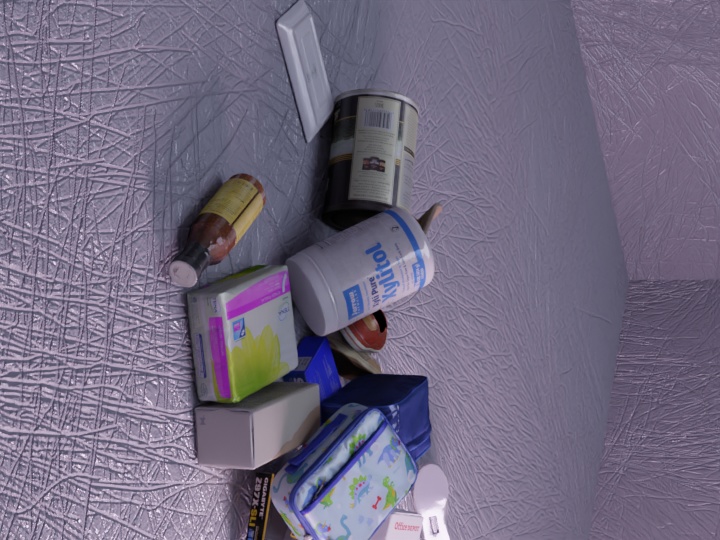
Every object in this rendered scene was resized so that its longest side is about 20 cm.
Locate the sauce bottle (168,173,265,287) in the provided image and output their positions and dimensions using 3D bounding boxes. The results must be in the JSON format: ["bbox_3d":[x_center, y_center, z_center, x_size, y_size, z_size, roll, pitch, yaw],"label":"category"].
[{"bbox_3d":[-0.189,-0.053,1.490,0.201,0.065,0.067,-57,139,-50],"label":"sauce bottle"}]

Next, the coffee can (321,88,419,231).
[{"bbox_3d":[0.018,-0.173,1.863,0.146,0.144,0.203,34,59,-62],"label":"coffee can"}]

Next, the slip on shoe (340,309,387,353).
[{"bbox_3d":[0.018,0.089,1.833,0.074,0.061,0.200,52,8,8],"label":"slip on shoe"}]

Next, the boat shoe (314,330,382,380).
[{"bbox_3d":[-0.012,0.132,1.877,0.200,0.070,0.065,47,48,-55],"label":"boat shoe"}]

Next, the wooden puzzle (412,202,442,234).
[{"bbox_3d":[0.046,-0.020,1.936,0.046,0.185,0.201,40,42,-7],"label":"wooden puzzle"}]

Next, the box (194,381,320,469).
[{"bbox_3d":[-0.137,0.208,1.565,0.199,0.094,0.079,-12,101,-64],"label":"box"}]

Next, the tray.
[{"bbox_3d":[-0.080,-0.314,1.796,0.108,0.022,0.202,-56,139,-51],"label":"tray"}]

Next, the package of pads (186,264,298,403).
[{"bbox_3d":[-0.155,0.086,1.555,0.200,0.067,0.157,-27,113,-63],"label":"package of pads"}]

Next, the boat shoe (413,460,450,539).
[{"bbox_3d":[0.142,0.464,2.244,0.070,0.070,0.203,-108,-172,-77],"label":"boat shoe"}]

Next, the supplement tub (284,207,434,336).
[{"bbox_3d":[0.000,0.000,1.723,0.198,0.132,0.133,-27,121,-19],"label":"supplement tub"}]

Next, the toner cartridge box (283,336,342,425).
[{"bbox_3d":[-0.063,0.212,1.794,0.095,0.043,0.202,-56,139,-50],"label":"toner cartridge box"}]

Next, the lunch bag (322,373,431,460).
[{"bbox_3d":[0.027,0.251,1.778,0.199,0.134,0.135,-25,112,-60],"label":"lunch bag"}]

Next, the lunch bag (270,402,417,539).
[{"bbox_3d":[-0.022,0.295,1.601,0.200,0.082,0.162,-43,116,-27],"label":"lunch bag"}]

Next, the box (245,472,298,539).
[{"bbox_3d":[-0.076,0.386,1.645,0.199,0.049,0.162,21,73,-41],"label":"box"}]

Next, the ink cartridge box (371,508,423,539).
[{"bbox_3d":[0.024,0.493,1.896,0.145,0.083,0.203,29,73,-63],"label":"ink cartridge box"}]
